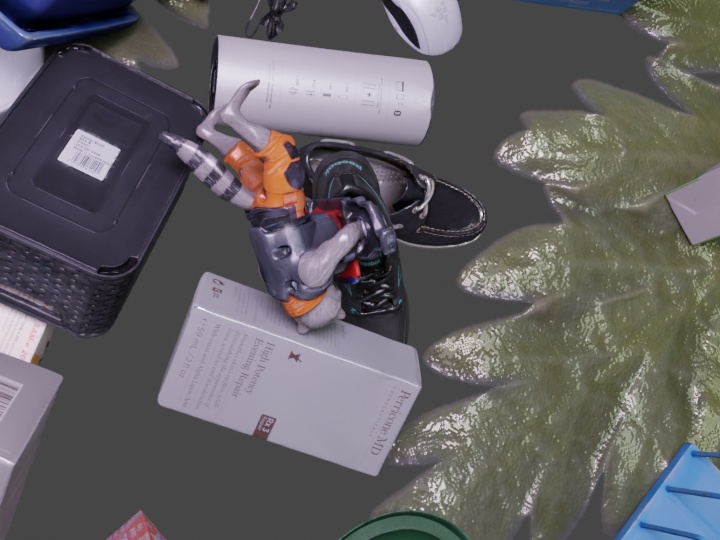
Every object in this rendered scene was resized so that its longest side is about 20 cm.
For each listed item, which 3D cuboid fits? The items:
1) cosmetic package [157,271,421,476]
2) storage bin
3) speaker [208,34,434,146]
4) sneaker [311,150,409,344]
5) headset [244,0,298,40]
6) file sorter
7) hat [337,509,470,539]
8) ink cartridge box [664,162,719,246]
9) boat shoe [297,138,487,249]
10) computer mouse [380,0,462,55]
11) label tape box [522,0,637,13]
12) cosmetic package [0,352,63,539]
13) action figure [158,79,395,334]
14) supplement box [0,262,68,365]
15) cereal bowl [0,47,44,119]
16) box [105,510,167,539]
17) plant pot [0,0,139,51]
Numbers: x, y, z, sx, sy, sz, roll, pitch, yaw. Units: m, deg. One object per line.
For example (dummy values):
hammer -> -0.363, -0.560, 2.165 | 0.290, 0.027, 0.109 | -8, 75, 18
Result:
cosmetic package -> -0.058, 0.088, 0.746 | 0.199, 0.074, 0.102 | 20, 112, -10
storage bin -> -0.217, -0.066, 0.693 | 0.135, 0.094, 0.200 | 26, 48, -11
speaker -> -0.038, -0.162, 0.806 | 0.199, 0.081, 0.082 | 3, 81, -15
sneaker -> 0.000, 0.000, 0.767 | 0.075, 0.079, 0.201 | -17, 110, -3
headset -> -0.117, -0.298, 0.797 | 0.123, 0.094, 0.200 | -22, 76, -18
file sorter -> 0.327, 0.283, 0.818 | 0.139, 0.123, 0.200 | 45, 73, -4
hat -> 0.047, 0.291, 0.708 | 0.199, 0.176, 0.166 | -20, 87, -18
ink cartridge box -> 0.432, -0.106, 0.910 | 0.200, 0.117, 0.067 | -27, 87, -18
boat shoe -> 0.032, -0.073, 0.822 | 0.199, 0.060, 0.074 | 20, 76, -12
computer mouse -> 0.038, -0.306, 0.869 | 0.110, 0.044, 0.200 | -37, 92, -19
label tape box -> 0.236, -0.319, 0.837 | 0.143, 0.200, 0.066 | 3, 80, -15
cosmetic package -> -0.288, 0.163, 0.624 | 0.090, 0.107, 0.200 | 24, 112, -12
action figure -> -0.075, -0.037, 0.696 | 0.104, 0.200, 0.194 | -33, 101, -29
supplement box -> -0.347, 0.035, 0.691 | 0.200, 0.074, 0.126 | 23, 75, -11
cereal bowl -> -0.359, -0.171, 0.697 | 0.200, 0.083, 0.201 | 20, 48, -25
box -> -0.162, 0.252, 0.643 | 0.095, 0.200, 0.103 | -40, 94, -18
plant pot -> -0.243, -0.288, 0.683 | 0.200, 0.200, 0.180 | 44, 116, -3
